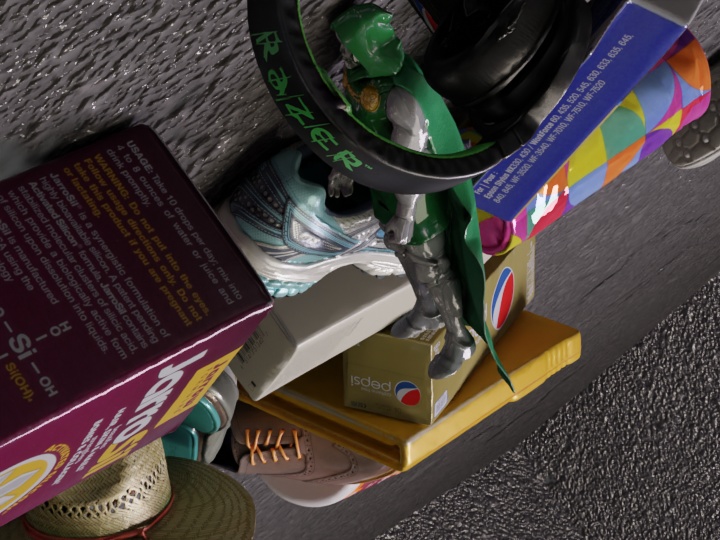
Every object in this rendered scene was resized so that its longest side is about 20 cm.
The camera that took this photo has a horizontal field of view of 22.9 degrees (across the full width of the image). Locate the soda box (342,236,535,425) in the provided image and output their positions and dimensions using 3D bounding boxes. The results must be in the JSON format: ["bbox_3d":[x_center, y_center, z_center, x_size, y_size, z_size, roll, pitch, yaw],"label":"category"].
[{"bbox_3d":[0.059,0.028,1.250,0.200,0.067,0.065,-44,139,-54],"label":"soda box"}]

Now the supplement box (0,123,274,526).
[{"bbox_3d":[-0.157,0.041,0.738,0.199,0.103,0.131,-28,166,-38],"label":"supplement box"}]

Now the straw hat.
[{"bbox_3d":[-0.163,0.130,1.102,0.200,0.200,0.086,-27,126,-40],"label":"straw hat"}]

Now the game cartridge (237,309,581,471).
[{"bbox_3d":[0.033,0.066,1.286,0.199,0.176,0.033,-25,124,-41],"label":"game cartridge"}]

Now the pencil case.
[{"bbox_3d":[0.130,-0.090,1.123,0.199,0.089,0.088,-31,168,-26],"label":"pencil case"}]

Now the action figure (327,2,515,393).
[{"bbox_3d":[0.021,-0.041,0.860,0.054,0.118,0.201,-27,127,-15],"label":"action figure"}]

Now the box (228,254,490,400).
[{"bbox_3d":[0.000,0.000,1.129,0.199,0.069,0.082,-28,167,-37],"label":"box"}]

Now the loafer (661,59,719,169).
[{"bbox_3d":[0.327,-0.156,1.476,0.069,0.070,0.200,-12,154,-45],"label":"loafer"}]

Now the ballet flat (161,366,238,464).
[{"bbox_3d":[-0.111,0.079,1.175,0.064,0.067,0.200,-61,179,-22],"label":"ballet flat"}]

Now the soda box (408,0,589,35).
[{"bbox_3d":[0.108,-0.171,0.781,0.199,0.064,0.071,-37,169,1],"label":"soda box"}]

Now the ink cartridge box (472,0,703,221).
[{"bbox_3d":[0.128,-0.112,0.957,0.201,0.047,0.198,-59,-175,-36],"label":"ink cartridge box"}]

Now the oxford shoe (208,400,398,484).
[{"bbox_3d":[-0.052,0.128,1.298,0.199,0.072,0.073,-3,-170,41],"label":"oxford shoe"}]

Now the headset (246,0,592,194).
[{"bbox_3d":[0.047,-0.116,0.673,0.200,0.124,0.094,-44,-167,-35],"label":"headset"}]

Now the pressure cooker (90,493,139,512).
[{"bbox_3d":[-0.189,0.252,1.230,0.175,0.201,0.179,-31,171,-19],"label":"pressure cooker"}]

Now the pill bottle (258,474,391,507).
[{"bbox_3d":[-0.003,0.125,1.504,0.114,0.115,0.200,-41,167,23],"label":"pill bottle"}]

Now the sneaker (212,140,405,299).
[{"bbox_3d":[0.008,-0.043,0.963,0.199,0.078,0.086,-23,159,-50],"label":"sneaker"}]
